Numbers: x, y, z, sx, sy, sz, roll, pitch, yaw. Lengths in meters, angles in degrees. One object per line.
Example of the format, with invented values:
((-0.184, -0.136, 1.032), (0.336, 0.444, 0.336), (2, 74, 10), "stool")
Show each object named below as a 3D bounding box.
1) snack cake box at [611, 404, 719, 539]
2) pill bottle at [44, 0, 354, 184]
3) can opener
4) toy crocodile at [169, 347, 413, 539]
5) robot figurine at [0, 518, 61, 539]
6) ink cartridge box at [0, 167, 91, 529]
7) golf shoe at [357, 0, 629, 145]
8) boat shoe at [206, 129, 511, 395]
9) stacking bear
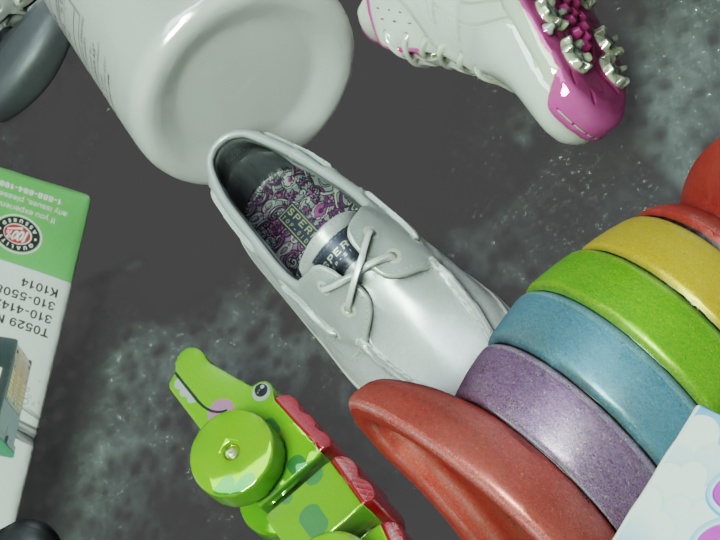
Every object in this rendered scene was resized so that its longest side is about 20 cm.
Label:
((0.182, 0.130, 0.567), (0.199, 0.115, 0.067), (28, 80, 39), "snack cake box")
((-0.095, -0.143, 0.894), (0.114, 0.114, 0.200), (-41, 50, 5), "pill bottle")
((-0.235, -0.079, 0.986), (0.200, 0.053, 0.067), (-45, 49, 3), "can opener")
((-0.013, 0.099, 0.738), (0.062, 0.068, 0.200), (-41, 52, -2), "toy crocodile")
((-0.100, 0.182, 0.670), (0.199, 0.125, 0.151), (-27, 54, 20), "robot figurine")
((-0.217, 0.048, 0.833), (0.084, 0.145, 0.201), (138, 145, -59), "ink cartridge box")
((0.051, -0.114, 0.826), (0.092, 0.075, 0.201), (-45, 46, 22), "golf shoe")
((0.000, 0.000, 0.784), (0.072, 0.068, 0.200), (-43, 50, 3), "boat shoe")
((0.114, 0.025, 0.676), (0.200, 0.122, 0.114), (-45, 19, -14), "stacking bear")
